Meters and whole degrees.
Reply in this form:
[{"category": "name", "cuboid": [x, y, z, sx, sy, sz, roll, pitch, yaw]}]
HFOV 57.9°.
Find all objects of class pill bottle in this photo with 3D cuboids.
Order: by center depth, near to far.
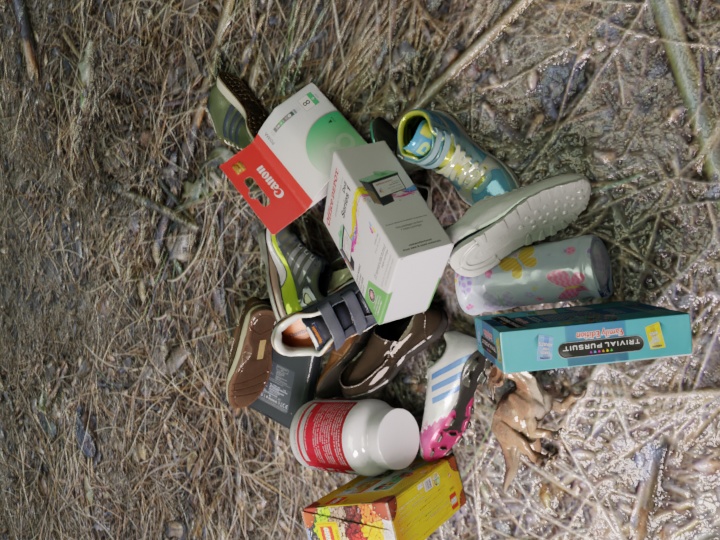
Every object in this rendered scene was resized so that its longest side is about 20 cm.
[{"category": "pill bottle", "cuboid": [-0.010, 0.252, 0.992, 0.200, 0.112, 0.113, -13, 87, 48]}]

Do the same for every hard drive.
[{"category": "hard drive", "cuboid": [-0.134, 0.164, 1.138, 0.139, 0.033, 0.201, 20, 106, 31]}]

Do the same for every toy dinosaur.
[{"category": "toy dinosaur", "cuboid": [0.210, 0.191, 0.880, 0.135, 0.086, 0.201, 27, 114, 29]}]

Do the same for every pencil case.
[{"category": "pencil case", "cuboid": [0.224, 0.009, 0.852, 0.199, 0.091, 0.083, -9, 56, 33]}]

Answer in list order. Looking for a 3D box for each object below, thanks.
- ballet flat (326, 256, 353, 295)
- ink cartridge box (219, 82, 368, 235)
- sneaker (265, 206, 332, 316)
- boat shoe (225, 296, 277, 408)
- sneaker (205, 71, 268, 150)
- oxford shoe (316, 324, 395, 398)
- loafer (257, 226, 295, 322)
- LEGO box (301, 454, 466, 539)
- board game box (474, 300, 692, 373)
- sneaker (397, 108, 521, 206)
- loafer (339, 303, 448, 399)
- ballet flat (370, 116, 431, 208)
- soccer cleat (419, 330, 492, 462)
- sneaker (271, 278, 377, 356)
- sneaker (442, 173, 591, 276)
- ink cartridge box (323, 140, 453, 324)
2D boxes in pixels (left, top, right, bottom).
[{"category": "ballet flat", "cuboid": [0.000, 0.000, 1.016, 0.200, 0.069, 0.070, -19, 84, 34]}, {"category": "ink cartridge box", "cuboid": [-0.105, -0.177, 1.015, 0.200, 0.050, 0.161, -37, 71, -8]}, {"category": "sneaker", "cuboid": [-0.088, -0.013, 1.018, 0.081, 0.074, 0.201, -21, 76, 13]}, {"category": "boat shoe", "cuboid": [-0.191, 0.138, 1.122, 0.075, 0.074, 0.203, 45, 120, 49]}, {"category": "sneaker", "cuboid": [-0.206, -0.243, 1.131, 0.090, 0.067, 0.201, -45, 70, 37]}, {"category": "oxford shoe", "cuboid": [-0.015, 0.124, 1.045, 0.200, 0.071, 0.071, -57, 41, 22]}, {"category": "loafer", "cuboid": [-0.120, 0.012, 1.079, 0.063, 0.072, 0.201, -20, 69, 10]}, {"category": "LEGO box", "cuboid": [0.039, 0.340, 0.938, 0.149, 0.200, 0.077, -19, 84, 34]}, {"category": "board game box", "cuboid": [0.245, 0.074, 0.751, 0.199, 0.151, 0.047, -6, 92, 0]}, {"category": "sneaker", "cuboid": [0.124, -0.142, 0.875, 0.200, 0.130, 0.080, 46, 117, 20]}, {"category": "loafer", "cuboid": [0.035, 0.109, 0.968, 0.200, 0.071, 0.073, -43, 31, 10]}, {"category": "ballet flat", "cuboid": [0.069, -0.131, 0.958, 0.068, 0.068, 0.201, -9, 100, 24]}, {"category": "soccer cleat", "cuboid": [0.125, 0.181, 0.953, 0.086, 0.070, 0.201, 38, 114, 44]}, {"category": "sneaker", "cuboid": [-0.035, 0.071, 0.934, 0.199, 0.079, 0.079, -27, 99, 6]}, {"category": "sneaker", "cuboid": [0.192, -0.074, 0.828, 0.199, 0.076, 0.081, -27, 38, 9]}, {"category": "ink cartridge box", "cuboid": [0.029, -0.054, 0.883, 0.200, 0.084, 0.145, 61, 155, 31]}]
